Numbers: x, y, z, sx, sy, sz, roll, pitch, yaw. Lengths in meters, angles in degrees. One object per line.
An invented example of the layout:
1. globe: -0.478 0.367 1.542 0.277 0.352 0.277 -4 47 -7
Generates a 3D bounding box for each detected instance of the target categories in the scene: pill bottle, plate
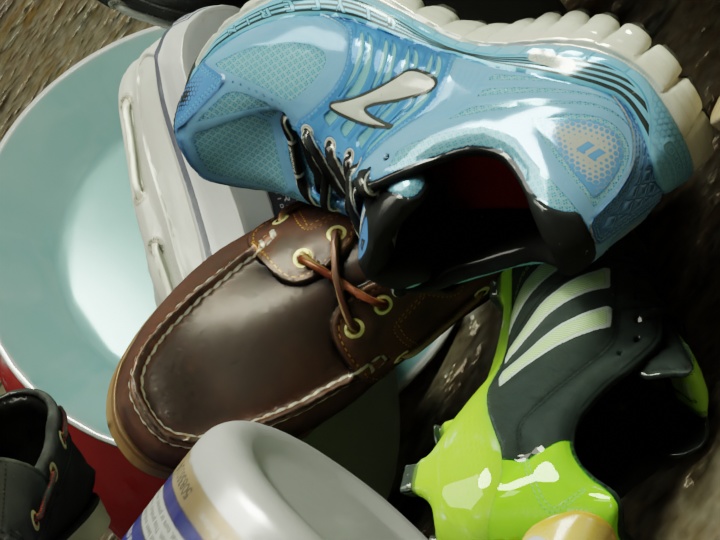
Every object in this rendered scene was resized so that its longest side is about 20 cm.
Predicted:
1. pill bottle: -0.061 0.158 0.948 0.200 0.115 0.116 -52 22 10
2. plate: -0.052 -0.012 1.129 0.026 0.199 0.201 82 -152 -61

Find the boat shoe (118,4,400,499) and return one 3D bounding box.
1. boat shoe: -0.045 0.006 1.064 0.066 0.072 0.201 -27 79 46

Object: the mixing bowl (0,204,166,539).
1. mixing bowl: -0.086 0.010 1.223 0.200 0.108 0.201 -46 23 27

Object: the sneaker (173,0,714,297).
1. sneaker: 0.010 -0.039 0.933 0.199 0.079 0.090 5 47 40

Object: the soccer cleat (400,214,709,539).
1. soccer cleat: 0.077 0.026 0.929 0.081 0.068 0.200 -5 38 25

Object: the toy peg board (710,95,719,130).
1. toy peg board: 0.212 -0.121 0.828 0.201 0.097 0.199 -62 6 -15

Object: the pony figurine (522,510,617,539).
1. pony figurine: -0.006 0.176 0.789 0.192 0.167 0.200 -25 27 30

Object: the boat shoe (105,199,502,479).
1. boat shoe: 0.000 0.000 1.001 0.200 0.071 0.070 -35 -5 -25

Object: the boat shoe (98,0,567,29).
1. boat shoe: -0.014 -0.102 1.119 0.068 0.198 0.074 -49 41 44

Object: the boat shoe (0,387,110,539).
1. boat shoe: -0.139 0.098 0.999 0.073 0.063 0.201 -20 13 14
